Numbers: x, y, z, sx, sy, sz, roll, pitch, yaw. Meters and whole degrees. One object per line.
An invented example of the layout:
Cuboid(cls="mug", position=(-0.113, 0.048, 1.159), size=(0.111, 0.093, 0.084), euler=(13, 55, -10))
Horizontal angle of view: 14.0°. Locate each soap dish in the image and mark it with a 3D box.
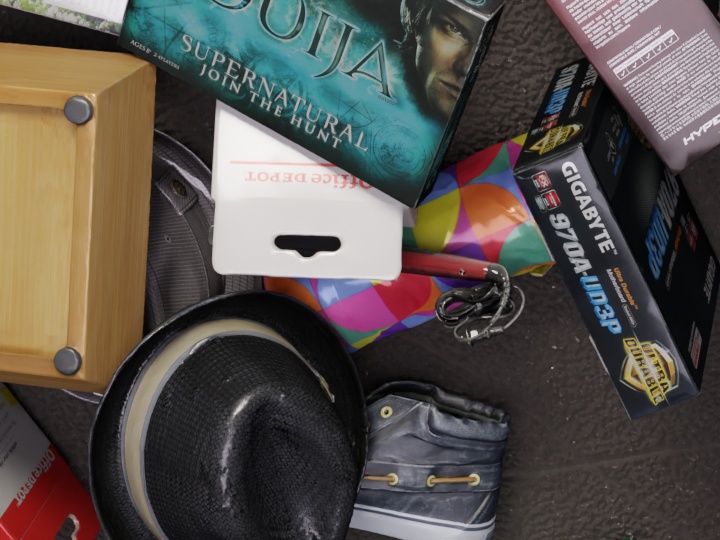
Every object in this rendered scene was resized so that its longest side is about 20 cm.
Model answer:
Cuboid(cls="soap dish", position=(-0.202, -0.029, 1.695), size=(0.157, 0.081, 0.201), euler=(6, 100, 14))

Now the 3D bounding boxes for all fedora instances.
Cuboid(cls="fedora", position=(-0.060, 0.116, 1.696), size=(0.200, 0.092, 0.201), euler=(-11, 114, -26))
Cuboid(cls="fedora", position=(-0.159, 0.005, 1.780), size=(0.177, 0.090, 0.200), euler=(-27, 103, 14))

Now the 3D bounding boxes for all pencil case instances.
Cuboid(cls="pencil case", position=(0.041, -0.008, 1.759), size=(0.200, 0.088, 0.089), euler=(-22, 105, 14))

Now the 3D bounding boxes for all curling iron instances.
Cuboid(cls="curling iron", position=(0.000, 0.000, 1.712), size=(0.199, 0.026, 0.050), euler=(16, 83, 20))

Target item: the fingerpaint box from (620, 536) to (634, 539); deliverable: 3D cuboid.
Cuboid(cls="fingerpaint box", position=(0.104, 0.281, 1.851), size=(0.199, 0.073, 0.167), euler=(-17, 105, 12))

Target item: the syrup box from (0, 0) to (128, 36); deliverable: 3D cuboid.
Cuboid(cls="syrup box", position=(-0.198, -0.200, 1.723), size=(0.199, 0.081, 0.079), euler=(15, 107, 2))

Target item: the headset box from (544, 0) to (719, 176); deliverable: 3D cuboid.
Cuboid(cls="headset box", position=(0.149, -0.170, 1.657), size=(0.077, 0.149, 0.200), euler=(-36, 102, 15))

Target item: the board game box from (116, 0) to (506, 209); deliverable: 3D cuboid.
Cuboid(cls="board game box", position=(-0.030, -0.137, 1.623), size=(0.200, 0.028, 0.135), euler=(29, 128, 10))

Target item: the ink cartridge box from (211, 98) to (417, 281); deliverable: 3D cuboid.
Cuboid(cls="ink cartridge box", position=(-0.023, -0.090, 1.704), size=(0.116, 0.068, 0.201), euler=(3, 81, 7))

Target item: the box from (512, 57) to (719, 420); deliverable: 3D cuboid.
Cuboid(cls="box", position=(0.150, -0.026, 1.678), size=(0.046, 0.200, 0.159), euler=(-22, 104, 18))

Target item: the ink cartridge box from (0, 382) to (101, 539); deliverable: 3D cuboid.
Cuboid(cls="ink cartridge box", position=(-0.253, 0.115, 1.813), size=(0.067, 0.116, 0.200), euler=(-33, 101, 21))

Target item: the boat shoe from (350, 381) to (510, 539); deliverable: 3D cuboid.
Cuboid(cls="boat shoe", position=(-0.008, 0.108, 1.814), size=(0.200, 0.071, 0.091), euler=(11, 107, -3))
